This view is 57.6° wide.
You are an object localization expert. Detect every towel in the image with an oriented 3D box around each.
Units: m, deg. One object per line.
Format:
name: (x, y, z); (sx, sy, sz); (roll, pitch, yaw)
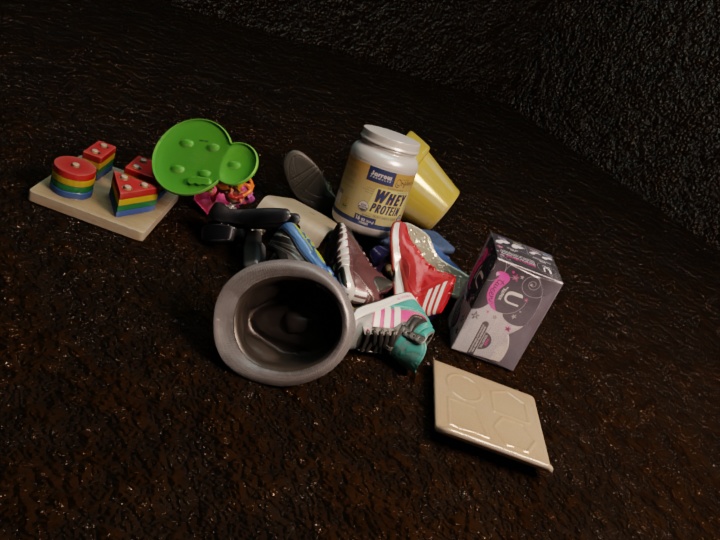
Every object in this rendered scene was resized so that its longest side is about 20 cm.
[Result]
towel: (0.102, -0.060, 1.452); (0.199, 0.049, 0.112); (5, 28, -29)

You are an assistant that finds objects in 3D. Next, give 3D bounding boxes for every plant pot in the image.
plant pot: (0.129, -0.202, 1.595); (0.189, 0.201, 0.201); (39, 26, -4)

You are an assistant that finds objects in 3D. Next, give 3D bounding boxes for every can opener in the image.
can opener: (-0.192, -0.087, 1.157); (0.199, 0.079, 0.063); (-3, -4, 26)
can opener: (-0.202, -0.042, 1.190); (0.066, 0.053, 0.200); (-18, 33, -3)

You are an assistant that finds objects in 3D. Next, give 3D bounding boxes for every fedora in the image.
fedora: (-0.107, 0.076, 0.955); (0.198, 0.178, 0.090); (-5, -5, -2)

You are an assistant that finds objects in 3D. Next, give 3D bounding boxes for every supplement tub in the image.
supplement tub: (0.034, -0.183, 1.343); (0.143, 0.201, 0.145); (16, 20, -6)

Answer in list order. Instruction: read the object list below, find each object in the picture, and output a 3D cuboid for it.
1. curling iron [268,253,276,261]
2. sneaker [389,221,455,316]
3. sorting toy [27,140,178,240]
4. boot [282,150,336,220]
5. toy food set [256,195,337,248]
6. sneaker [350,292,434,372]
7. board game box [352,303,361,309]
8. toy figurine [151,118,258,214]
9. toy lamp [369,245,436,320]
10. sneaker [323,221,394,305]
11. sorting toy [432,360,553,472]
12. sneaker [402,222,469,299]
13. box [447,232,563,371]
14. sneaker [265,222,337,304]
curling iron: (-0.139, -0.019, 1.176); (0.049, 0.026, 0.200); (30, 16, 4)
sneaker: (0.115, -0.002, 1.208); (0.115, 0.078, 0.201); (-5, 67, 5)
sorting toy: (-0.443, -0.156, 1.169); (0.199, 0.070, 0.199); (21, 27, -6)
boot: (-0.116, -0.199, 1.439); (0.204, 0.073, 0.154); (51, 5, -36)
toy food set: (-0.110, -0.087, 1.305); (0.143, 0.061, 0.200); (29, 10, 12)
sneaker: (0.045, 0.116, 1.055); (0.199, 0.084, 0.121); (-21, 55, -35)
board game box: (-0.082, 0.055, 1.111); (0.135, 0.035, 0.199); (38, 30, 26)
toy figurine: (-0.259, -0.167, 1.226); (0.199, 0.151, 0.184); (9, -17, 12)
toy lamp: (0.080, 0.020, 1.281); (0.058, 0.058, 0.200); (0, 36, -39)
sneaker: (0.000, 0.000, 1.173); (0.115, 0.076, 0.201); (19, 36, -21)
sorting toy: (0.197, 0.227, 1.024); (0.184, 0.037, 0.200); (21, 22, -5)
sneaker: (0.138, -0.014, 1.319); (0.200, 0.077, 0.111); (39, -3, 3)
box: (0.255, 0.057, 1.188); (0.131, 0.201, 0.115); (20, 25, -6)
sneaker: (-0.091, 0.014, 1.068); (0.200, 0.083, 0.071); (57, 12, 25)
